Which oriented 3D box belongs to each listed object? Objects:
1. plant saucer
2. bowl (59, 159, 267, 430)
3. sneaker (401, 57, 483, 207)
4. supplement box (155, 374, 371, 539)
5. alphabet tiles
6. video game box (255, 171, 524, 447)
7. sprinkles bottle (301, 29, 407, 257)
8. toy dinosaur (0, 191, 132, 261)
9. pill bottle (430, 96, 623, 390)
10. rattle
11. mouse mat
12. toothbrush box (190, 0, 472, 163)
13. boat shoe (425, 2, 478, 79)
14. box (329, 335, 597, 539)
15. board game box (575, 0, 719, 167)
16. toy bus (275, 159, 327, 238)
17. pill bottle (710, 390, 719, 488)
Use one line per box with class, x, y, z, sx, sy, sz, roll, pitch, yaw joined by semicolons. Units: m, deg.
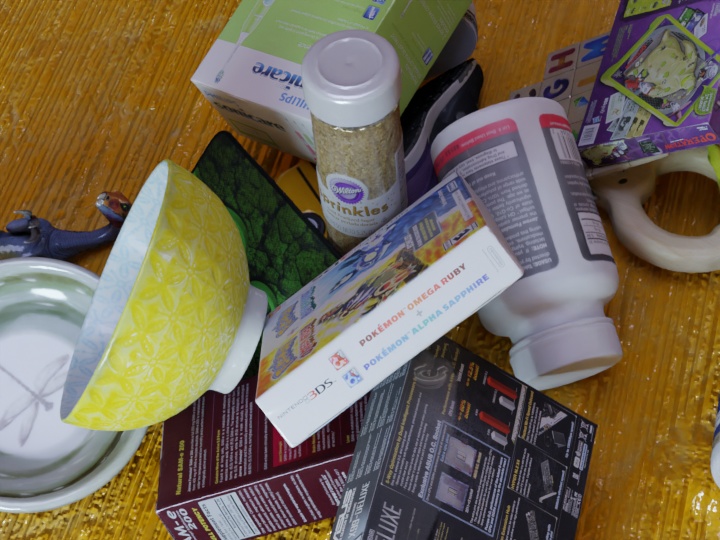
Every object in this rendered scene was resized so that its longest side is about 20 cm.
plant saucer;-0.256;0.091;1.176;0.198;0.050;0.202;3;69;-8
bowl;-0.130;0.033;1.096;0.107;0.200;0.202;23;57;-15
sneaker;0.067;-0.095;1.262;0.075;0.088;0.201;-26;21;39
supplement box;-0.045;0.125;1.096;0.198;0.061;0.109;-16;39;12
alphabet tiles;0.197;-0.137;1.230;0.199;0.006;0.168;-17;44;36
video game box;0.014;0.019;1.016;0.182;0.200;0.047;-40;101;7
sprinkles bottle;0.000;-0.080;1.094;0.067;0.201;0.069;-3;53;3
toy dinosaur;-0.285;-0.027;1.262;0.180;0.106;0.199;-26;41;-32
pill bottle;0.129;-0.018;1.143;0.109;0.111;0.202;-15;74;-1
rattle;0.221;-0.082;1.177;0.198;0.143;0.131;19;75;15
mouse mat;-0.097;0.007;1.191;0.200;0.007;0.162;47;113;33
toothbrush box;-0.018;-0.193;1.221;0.145;0.086;0.201;21;73;37
boat shoe;0.008;-0.196;1.314;0.200;0.075;0.087;-22;35;23
box;0.066;0.158;0.986;0.157;0.050;0.202;29;57;-21
board game box;0.245;-0.174;1.188;0.119;0.032;0.201;-12;47;45
toy bus;0.000;0.000;1.203;0.078;0.065;0.201;-27;56;-12
pill bottle;0.313;0.063;1.077;0.110;0.111;0.202;7;58;14
